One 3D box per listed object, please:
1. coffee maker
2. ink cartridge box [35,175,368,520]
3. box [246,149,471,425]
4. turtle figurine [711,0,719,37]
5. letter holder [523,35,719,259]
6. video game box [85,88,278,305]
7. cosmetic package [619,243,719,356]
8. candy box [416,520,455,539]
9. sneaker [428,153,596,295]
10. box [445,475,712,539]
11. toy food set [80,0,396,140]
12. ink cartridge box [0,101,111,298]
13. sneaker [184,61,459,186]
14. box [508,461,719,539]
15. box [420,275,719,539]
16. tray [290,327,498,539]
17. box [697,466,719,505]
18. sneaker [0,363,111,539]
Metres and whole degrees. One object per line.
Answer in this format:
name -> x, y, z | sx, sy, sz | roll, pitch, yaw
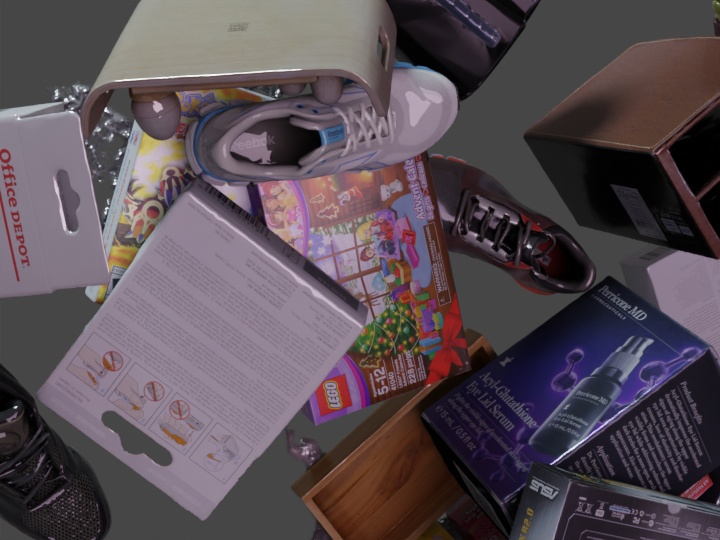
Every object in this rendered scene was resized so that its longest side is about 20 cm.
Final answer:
coffee maker -> 0.015, -0.220, 0.956 | 0.199, 0.135, 0.192 | 37, 120, -21
ink cartridge box -> -0.114, 0.059, 0.930 | 0.162, 0.050, 0.200 | 37, 109, -9
box -> 0.000, 0.000, 0.973 | 0.135, 0.039, 0.203 | -18, 105, -16
turtle figurine -> 0.332, -0.260, 1.051 | 0.192, 0.200, 0.146 | 20, 58, -18
letter holder -> 0.247, -0.105, 1.010 | 0.142, 0.200, 0.101 | -41, 110, -10
video game box -> -0.088, -0.042, 0.978 | 0.198, 0.047, 0.185 | 15, 92, -22
cosmetic package -> 0.343, 0.020, 1.148 | 0.198, 0.052, 0.152 | -25, 105, -15
candy box -> 0.097, 0.274, 1.017 | 0.026, 0.200, 0.103 | -24, 106, -11
sneaker -> 0.112, -0.037, 1.033 | 0.198, 0.082, 0.078 | 22, 91, -23
box -> 0.186, 0.193, 1.093 | 0.199, 0.095, 0.100 | -37, 111, -11
toy food set -> -0.076, -0.134, 0.852 | 0.197, 0.144, 0.061 | -2, 124, 7
ink cartridge box -> -0.251, -0.044, 0.850 | 0.197, 0.068, 0.118 | -5, 104, 16
sneaker -> -0.017, -0.094, 0.881 | 0.197, 0.087, 0.076 | -16, 103, -15
box -> 0.189, 0.235, 0.917 | 0.198, 0.048, 0.161 | 16, 91, -28
box -> 0.173, 0.121, 0.997 | 0.199, 0.148, 0.105 | -36, 120, -7
tray -> 0.048, 0.152, 1.067 | 0.199, 0.037, 0.099 | -40, 110, -9
box -> 0.341, 0.262, 1.159 | 0.180, 0.104, 0.202 | 21, 91, -21
sneaker -> -0.244, 0.136, 0.913 | 0.076, 0.114, 0.201 | -33, 111, -10
